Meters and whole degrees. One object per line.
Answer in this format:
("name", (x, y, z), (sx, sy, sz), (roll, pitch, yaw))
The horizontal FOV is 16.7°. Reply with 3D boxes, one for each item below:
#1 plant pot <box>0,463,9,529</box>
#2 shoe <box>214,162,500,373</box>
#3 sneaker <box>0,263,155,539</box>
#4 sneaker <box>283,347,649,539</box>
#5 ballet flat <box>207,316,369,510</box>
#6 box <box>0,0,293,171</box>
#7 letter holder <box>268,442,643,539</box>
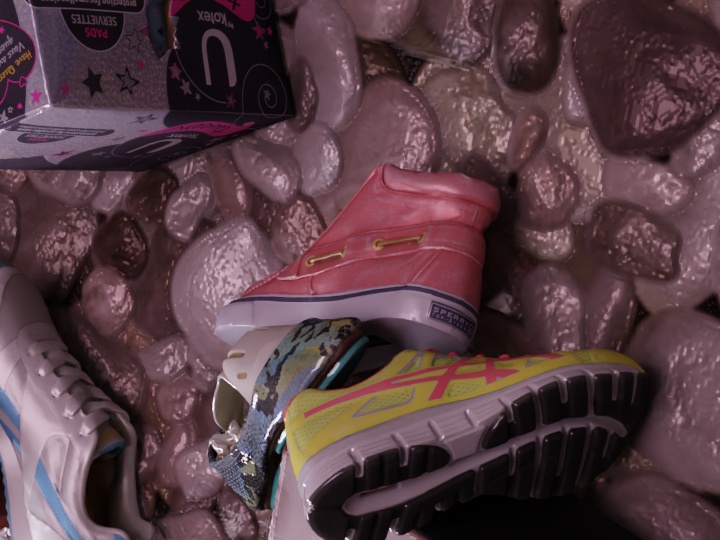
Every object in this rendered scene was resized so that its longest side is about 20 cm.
("plant pot", (-0.312, 0.095, 1.517), (0.175, 0.200, 0.202), (-9, 85, 25))
("shoe", (0.000, 0.000, 1.341), (0.199, 0.071, 0.092), (-8, 60, 52))
("sneaker", (-0.181, 0.089, 1.482), (0.080, 0.076, 0.202), (-21, 84, 29))
("sneaker", (0.051, 0.067, 1.229), (0.090, 0.198, 0.079), (-126, 33, -46))
("ballet flat", (-0.048, 0.069, 1.320), (0.075, 0.074, 0.200), (60, 154, 21))
("box", (-0.153, -0.123, 1.371), (0.131, 0.199, 0.116), (-16, 82, 37))
("letter holder", (0.052, 0.180, 1.275), (0.199, 0.100, 0.143), (31, 124, 33))
